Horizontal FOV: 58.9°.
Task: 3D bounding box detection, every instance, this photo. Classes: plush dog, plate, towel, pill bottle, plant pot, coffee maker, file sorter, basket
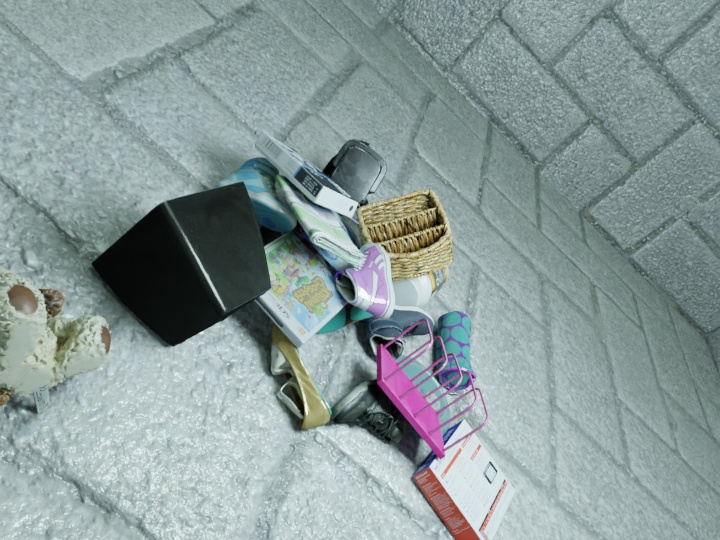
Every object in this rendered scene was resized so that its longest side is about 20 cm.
[{"bbox_3d":[-0.435,0.066,0.789,0.172,0.160,0.200,48,-1,30],"label":"plush dog"},{"bbox_3d":[0.126,0.261,1.347,0.198,0.026,0.202,32,34,-24],"label":"plate"},{"bbox_3d":[-0.078,-0.101,1.228,0.148,0.031,0.201,30,22,-48],"label":"towel"},{"bbox_3d":[0.131,0.026,1.527,0.117,0.116,0.200,49,31,3],"label":"pill bottle"},{"bbox_3d":[-0.260,-0.002,1.014,0.179,0.198,0.200,60,31,-1],"label":"plant pot"},{"bbox_3d":[-0.023,-0.236,1.487,0.132,0.200,0.196,10,87,-13],"label":"coffee maker"},{"bbox_3d":[0.136,0.215,1.204,0.201,0.125,0.139,51,13,-15],"label":"file sorter"},{"bbox_3d":[0.102,-0.076,1.424,0.196,0.152,0.143,-14,27,-10],"label":"basket"}]

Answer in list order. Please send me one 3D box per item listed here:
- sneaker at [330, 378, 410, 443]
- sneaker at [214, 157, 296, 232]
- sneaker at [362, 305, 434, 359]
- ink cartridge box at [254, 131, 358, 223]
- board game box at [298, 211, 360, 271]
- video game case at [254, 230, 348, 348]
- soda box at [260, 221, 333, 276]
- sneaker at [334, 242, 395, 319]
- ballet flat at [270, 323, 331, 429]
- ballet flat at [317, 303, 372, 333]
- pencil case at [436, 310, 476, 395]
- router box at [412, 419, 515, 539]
[{"bbox_3d":[0.028,0.264,1.171,0.115,0.076,0.198,53,25,22],"label":"sneaker"},{"bbox_3d":[-0.183,-0.163,1.278,0.198,0.080,0.131,27,59,21],"label":"sneaker"},{"bbox_3d":[0.090,0.139,1.373,0.199,0.078,0.147,16,31,-28],"label":"sneaker"},{"bbox_3d":[-0.098,-0.187,1.311,0.198,0.044,0.199,43,10,24],"label":"ink cartridge box"},{"bbox_3d":[-0.063,-0.078,1.391,0.199,0.043,0.201,47,15,-34],"label":"board game box"},{"bbox_3d":[-0.121,0.027,1.171,0.182,0.022,0.200,47,33,2],"label":"video game case"},{"bbox_3d":[-0.128,-0.025,1.304,0.063,0.071,0.202,-5,59,-51],"label":"soda box"},{"bbox_3d":[0.000,0.000,1.262,0.113,0.073,0.202,20,31,-25],"label":"sneaker"},{"bbox_3d":[-0.119,0.180,1.100,0.062,0.069,0.202,-21,66,-26],"label":"ballet flat"},{"bbox_3d":[-0.039,0.080,1.292,0.197,0.069,0.062,-10,29,-32],"label":"ballet flat"},{"bbox_3d":[0.224,0.187,1.494,0.091,0.086,0.202,21,37,-11],"label":"pencil case"},{"bbox_3d":[0.208,0.417,1.245,0.181,0.049,0.199,54,31,6],"label":"router box"}]
